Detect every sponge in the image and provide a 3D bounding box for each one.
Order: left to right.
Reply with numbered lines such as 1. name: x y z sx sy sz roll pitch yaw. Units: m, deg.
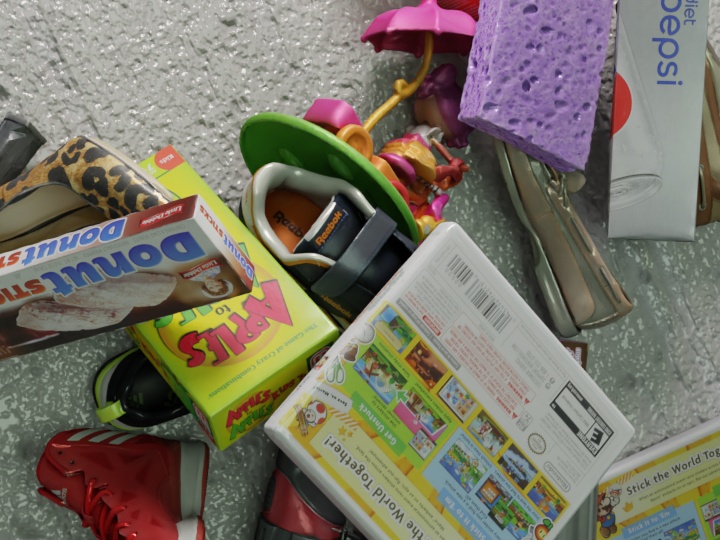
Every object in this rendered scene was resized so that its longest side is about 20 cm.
1. sponge: 0.134 -0.183 1.103 0.111 0.030 0.201 19 76 -36

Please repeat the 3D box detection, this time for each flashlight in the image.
1. flashlight: -0.022 0.116 1.090 0.068 0.068 0.201 11 96 -63

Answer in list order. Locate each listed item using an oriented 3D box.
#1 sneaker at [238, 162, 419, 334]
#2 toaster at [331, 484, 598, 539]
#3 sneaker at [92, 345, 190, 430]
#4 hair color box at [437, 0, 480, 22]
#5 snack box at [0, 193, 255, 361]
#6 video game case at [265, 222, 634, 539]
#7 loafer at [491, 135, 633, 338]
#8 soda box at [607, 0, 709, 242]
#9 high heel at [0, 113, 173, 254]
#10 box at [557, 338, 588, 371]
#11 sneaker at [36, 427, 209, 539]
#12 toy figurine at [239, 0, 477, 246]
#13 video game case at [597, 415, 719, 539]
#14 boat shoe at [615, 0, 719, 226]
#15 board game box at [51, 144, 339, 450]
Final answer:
1. sneaker: 0.000 0.000 1.024 0.199 0.080 0.079 32 70 10
2. toaster: 0.078 0.148 1.079 0.199 0.114 0.130 12 82 -15
3. sneaker: -0.094 0.060 1.071 0.199 0.083 0.072 -31 99 -18
4. hair color box: 0.087 -0.252 1.155 0.200 0.061 0.102 40 75 -16
5. snack box: -0.169 0.007 0.961 0.072 0.199 0.024 55 30 -39
6. video game case: 0.063 0.103 0.987 0.200 0.023 0.182 48 71 -17
7. loafer: 0.152 -0.049 1.163 0.062 0.072 0.201 -16 103 16
8. soda box: 0.223 -0.125 1.149 0.068 0.063 0.202 3 101 9
9. high heel: -0.209 -0.019 0.985 0.143 0.199 0.071 -57 138 -15
10. box: 0.098 0.147 1.163 0.136 0.039 0.202 6 87 -19
11. sneaker: -0.163 0.173 1.002 0.115 0.200 0.079 12 111 -9
12. toy figurine: 0.037 -0.103 1.112 0.184 0.150 0.200 -53 127 -23
13. video game case: 0.272 0.225 1.235 0.199 0.023 0.183 -20 96 -18
14. boat shoe: 0.248 -0.126 1.207 0.072 0.076 0.201 -29 97 -16
15. board game box: -0.111 0.013 1.023 0.101 0.048 0.200 -33 59 -18
